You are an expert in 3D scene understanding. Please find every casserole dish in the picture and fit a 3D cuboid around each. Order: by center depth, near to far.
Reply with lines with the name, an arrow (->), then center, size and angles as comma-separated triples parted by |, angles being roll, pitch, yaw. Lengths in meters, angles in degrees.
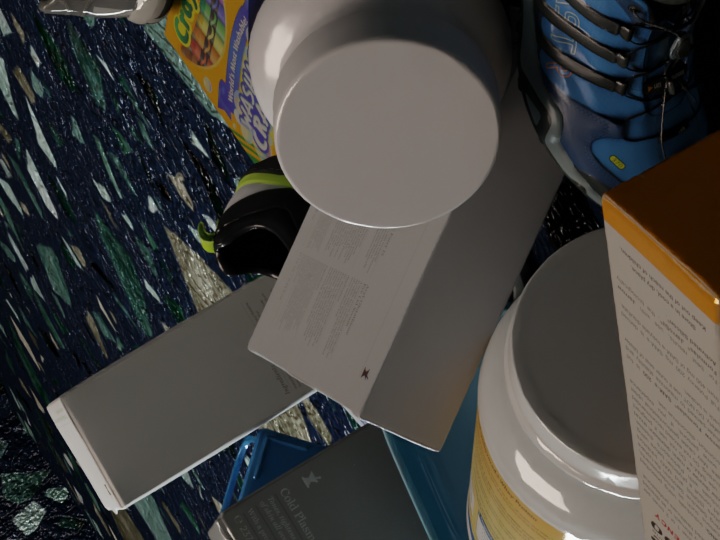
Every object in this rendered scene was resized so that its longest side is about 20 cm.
casserole dish -> 0.084, 0.101, 1.303 | 0.039, 0.120, 0.201 | -96, -16, -67

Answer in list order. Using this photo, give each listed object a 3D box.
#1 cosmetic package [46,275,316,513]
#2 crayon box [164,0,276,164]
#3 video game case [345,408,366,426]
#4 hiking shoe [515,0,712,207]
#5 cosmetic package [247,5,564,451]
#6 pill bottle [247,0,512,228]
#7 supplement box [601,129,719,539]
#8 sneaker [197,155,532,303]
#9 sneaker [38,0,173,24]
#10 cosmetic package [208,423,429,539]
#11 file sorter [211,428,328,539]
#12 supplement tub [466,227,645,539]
cosmetic package -> -0.093, 0.069, 1.480 | 0.085, 0.199, 0.108 | 60, 165, -1
crayon box -> -0.059, -0.143, 1.394 | 0.200, 0.051, 0.126 | 55, 152, 25
video game case -> 0.000, 0.051, 1.569 | 0.143, 0.018, 0.201 | 45, 159, 46
hiking shoe -> 0.106, -0.098, 0.939 | 0.087, 0.074, 0.201 | 22, 142, 59
cosmetic package -> 0.030, -0.029, 1.100 | 0.051, 0.201, 0.151 | 24, -179, -23
pill bottle -> 0.008, -0.114, 1.016 | 0.201, 0.115, 0.116 | -94, -10, -53
supplement box -> 0.167, 0.031, 0.869 | 0.074, 0.126, 0.201 | 46, 158, 41
sneaker -> 0.000, 0.000, 1.319 | 0.199, 0.083, 0.072 | 16, 141, 26
sneaker -> -0.172, -0.248, 1.391 | 0.075, 0.115, 0.202 | -157, 65, -75
cosmetic package -> 0.019, 0.146, 1.392 | 0.107, 0.199, 0.090 | 56, 167, 7
file sorter -> 0.001, 0.197, 1.503 | 0.199, 0.140, 0.123 | 17, 174, -10
supplement tub -> 0.123, 0.081, 1.062 | 0.145, 0.144, 0.200 | 54, 164, 24
